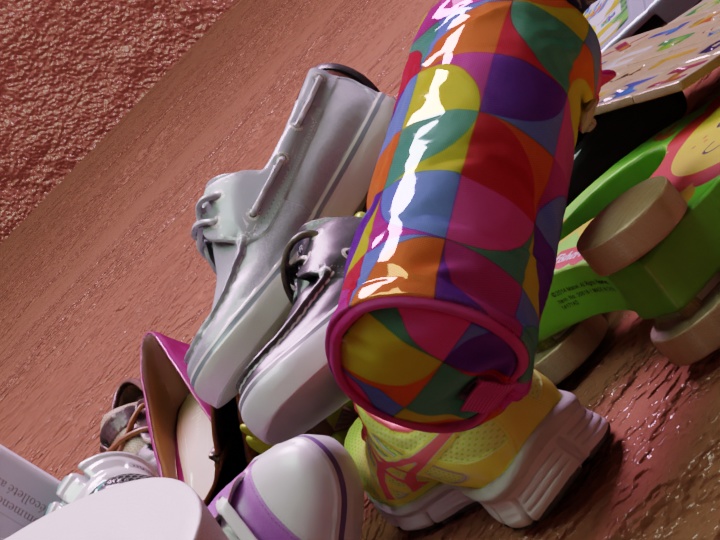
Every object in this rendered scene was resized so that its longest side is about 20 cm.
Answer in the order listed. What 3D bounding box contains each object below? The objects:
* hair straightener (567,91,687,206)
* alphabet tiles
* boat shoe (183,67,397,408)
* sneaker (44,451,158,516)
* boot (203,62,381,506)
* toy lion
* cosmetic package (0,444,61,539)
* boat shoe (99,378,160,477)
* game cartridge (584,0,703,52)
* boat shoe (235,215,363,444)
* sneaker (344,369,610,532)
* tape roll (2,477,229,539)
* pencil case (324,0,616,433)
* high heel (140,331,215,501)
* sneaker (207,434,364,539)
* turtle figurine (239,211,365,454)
[{"bbox_3d":[0.092,-0.018,1.129,0.200,0.041,0.077,-50,12,-7],"label":"hair straightener"},{"bbox_3d":[0.160,-0.110,1.102,0.166,0.006,0.200,-33,11,-33],"label":"alphabet tiles"},{"bbox_3d":[-0.046,-0.021,1.136,0.201,0.071,0.070,-59,-3,-34],"label":"boat shoe"},{"bbox_3d":[-0.142,0.190,1.165,0.091,0.077,0.201,10,76,55],"label":"sneaker"},{"bbox_3d":[-0.043,0.009,1.217,0.200,0.068,0.189,-53,-24,-54],"label":"boot"},{"bbox_3d":[0.150,-0.041,0.985,0.192,0.069,0.200,-45,11,-23],"label":"toy lion"},{"bbox_3d":[-0.246,0.191,1.275,0.200,0.167,0.166,-59,15,-14],"label":"cosmetic package"},{"bbox_3d":[-0.130,0.114,1.390,0.072,0.072,0.200,-45,14,12],"label":"boat shoe"},{"bbox_3d":[0.129,-0.116,1.317,0.200,0.040,0.133,-43,10,18],"label":"game cartridge"},{"bbox_3d":[0.000,0.000,1.041,0.200,0.066,0.070,-43,-16,-34],"label":"boat shoe"},{"bbox_3d":[0.031,0.057,0.995,0.078,0.090,0.200,-54,13,-19],"label":"sneaker"},{"bbox_3d":[-0.138,0.159,0.922,0.202,0.037,0.203,-31,16,10],"label":"tape roll"},{"bbox_3d":[0.047,-0.030,0.910,0.088,0.088,0.200,-35,26,44],"label":"pencil case"},{"bbox_3d":[-0.098,0.105,1.261,0.067,0.096,0.200,-41,14,25],"label":"high heel"},{"bbox_3d":[-0.085,0.153,1.027,0.201,0.073,0.114,-52,-30,17],"label":"sneaker"},{"bbox_3d":[0.006,0.041,1.172,0.162,0.064,0.200,-59,-10,-20],"label":"turtle figurine"}]
